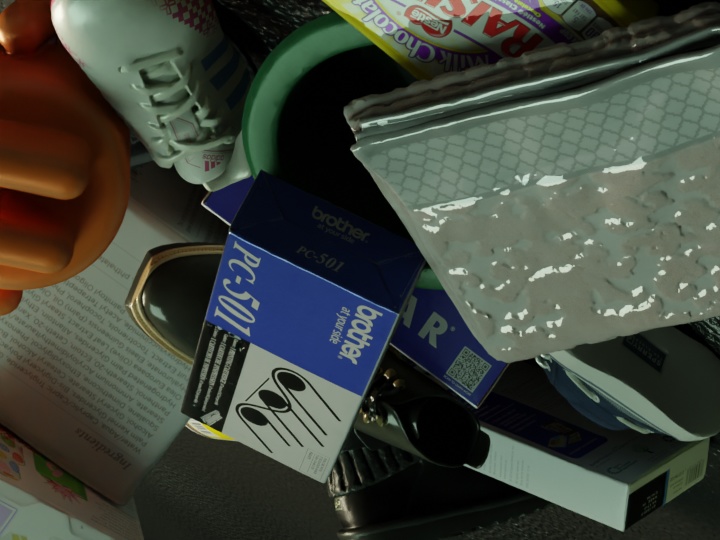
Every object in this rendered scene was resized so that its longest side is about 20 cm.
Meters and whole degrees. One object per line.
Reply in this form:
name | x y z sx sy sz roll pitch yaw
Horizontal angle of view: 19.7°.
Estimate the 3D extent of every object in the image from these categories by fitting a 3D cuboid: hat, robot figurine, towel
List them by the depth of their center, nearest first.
towel | 0.117 -0.032 0.958 0.199 0.032 0.191 -13 139 24
robot figurine | -0.175 -0.064 1.074 0.200 0.116 0.145 -110 -6 -70
hat | 0.033 -0.107 1.077 0.198 0.177 0.167 11 129 8

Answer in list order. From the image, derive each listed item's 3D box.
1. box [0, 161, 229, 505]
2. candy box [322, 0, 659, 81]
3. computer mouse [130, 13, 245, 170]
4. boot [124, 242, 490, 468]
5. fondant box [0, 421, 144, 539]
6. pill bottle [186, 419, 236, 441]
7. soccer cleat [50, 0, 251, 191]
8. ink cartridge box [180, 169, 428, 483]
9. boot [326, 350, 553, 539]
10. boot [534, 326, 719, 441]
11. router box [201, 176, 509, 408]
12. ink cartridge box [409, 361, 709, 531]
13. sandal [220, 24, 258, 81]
box | -0.176 0.006 1.358 0.199 0.172 0.199 37 -168 -9
candy box | 0.025 -0.144 0.918 0.200 0.026 0.102 38 133 -12
computer mouse | -0.161 -0.100 1.219 0.053 0.198 0.140 -85 -23 -83
boot | -0.025 0.049 1.198 0.199 0.078 0.138 21 -176 -33
fondant box | -0.221 0.123 1.338 0.144 0.058 0.200 32 -169 -24
pill bottle | -0.067 0.076 1.562 0.109 0.110 0.200 41 160 -22
soccer cleat | -0.091 -0.092 1.030 0.200 0.069 0.087 34 -141 -74
ink cartridge box | -0.034 0.034 1.084 0.093 0.044 0.200 26 148 2
boot | 0.061 0.103 1.446 0.079 0.209 0.159 151 106 -72
boot | 0.121 0.036 1.200 0.200 0.073 0.090 42 154 -26
router box | 0.000 0.000 1.262 0.199 0.049 0.179 37 180 0
ink cartridge box | 0.116 0.103 1.346 0.199 0.099 0.040 22 120 35
sandal | -0.134 -0.136 1.147 0.200 0.075 0.048 46 -160 -5
